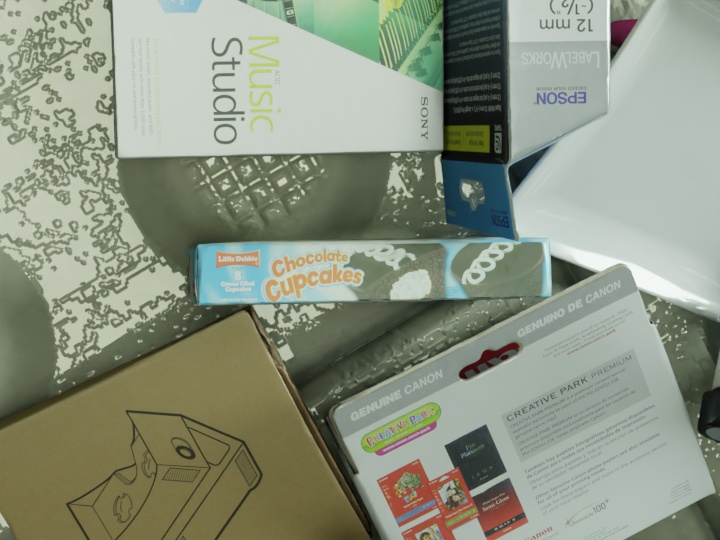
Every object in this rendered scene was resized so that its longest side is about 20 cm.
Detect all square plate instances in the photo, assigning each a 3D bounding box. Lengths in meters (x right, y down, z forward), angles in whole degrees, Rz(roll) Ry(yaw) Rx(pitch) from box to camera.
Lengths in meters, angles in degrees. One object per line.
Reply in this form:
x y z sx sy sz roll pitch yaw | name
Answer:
0.211 -0.068 0.861 0.200 0.028 0.198 21 125 -20 | square plate

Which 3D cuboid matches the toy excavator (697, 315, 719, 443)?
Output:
0.288 0.050 0.822 0.194 0.200 0.100 32 65 -33 | toy excavator

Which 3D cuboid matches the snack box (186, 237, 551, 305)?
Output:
0.000 0.000 0.836 0.200 0.116 0.037 -1 90 -9 | snack box

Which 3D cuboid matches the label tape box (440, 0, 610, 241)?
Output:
0.091 -0.123 0.815 0.066 0.143 0.200 -4 96 -10 | label tape box

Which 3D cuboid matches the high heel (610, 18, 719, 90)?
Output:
0.242 -0.156 0.879 0.200 0.067 0.096 8 106 -25 | high heel

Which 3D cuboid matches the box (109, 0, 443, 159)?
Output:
-0.049 -0.140 0.849 0.200 0.036 0.144 -3 99 -10 | box

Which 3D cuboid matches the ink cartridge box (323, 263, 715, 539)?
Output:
0.090 0.095 0.868 0.200 0.084 0.176 -26 114 -5 | ink cartridge box

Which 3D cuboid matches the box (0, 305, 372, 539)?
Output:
-0.116 0.132 0.857 0.200 0.021 0.164 -25 104 12 | box
